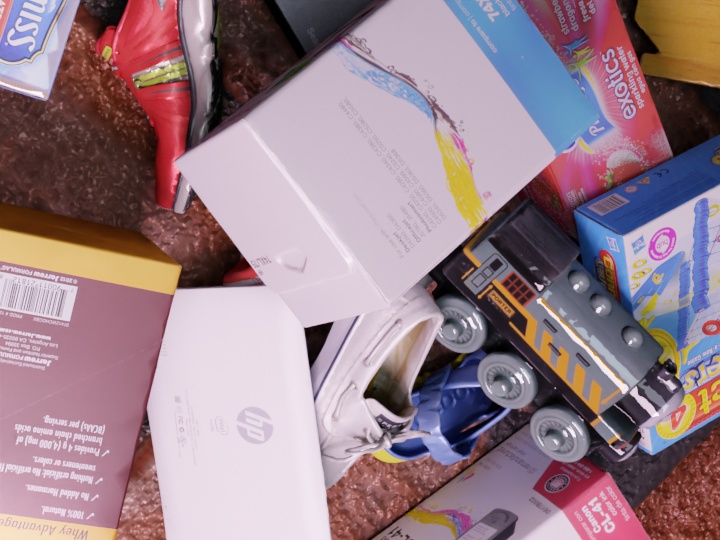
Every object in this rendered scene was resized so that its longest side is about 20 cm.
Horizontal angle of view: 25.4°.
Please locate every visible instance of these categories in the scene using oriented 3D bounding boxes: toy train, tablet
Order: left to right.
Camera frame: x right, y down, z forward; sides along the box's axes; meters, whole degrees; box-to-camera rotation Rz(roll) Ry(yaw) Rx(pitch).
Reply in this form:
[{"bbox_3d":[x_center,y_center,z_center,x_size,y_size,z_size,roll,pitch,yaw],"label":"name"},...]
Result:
[{"bbox_3d":[-0.092,0.108,1.133,0.130,0.014,0.200,-2,105,20],"label":"tablet"},{"bbox_3d":[0.133,0.045,1.110,0.200,0.114,0.085,47,46,3],"label":"toy train"}]

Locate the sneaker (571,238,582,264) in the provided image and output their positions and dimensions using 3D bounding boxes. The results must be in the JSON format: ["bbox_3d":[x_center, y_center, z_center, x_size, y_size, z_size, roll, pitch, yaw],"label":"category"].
[{"bbox_3d":[0.201,-0.030,1.212,0.200,0.076,0.091,-8,112,-27],"label":"sneaker"}]

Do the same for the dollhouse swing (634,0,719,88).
[{"bbox_3d":[0.330,-0.235,1.239,0.182,0.176,0.200,13,99,21],"label":"dollhouse swing"}]

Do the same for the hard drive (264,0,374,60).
[{"bbox_3d":[0.023,-0.231,1.134,0.200,0.033,0.140,-35,110,-9],"label":"hard drive"}]

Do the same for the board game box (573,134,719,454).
[{"bbox_3d":[0.263,0.005,1.175,0.200,0.056,0.196,-27,125,-20],"label":"board game box"}]

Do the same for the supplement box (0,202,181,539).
[{"bbox_3d":[-0.245,0.062,1.046,0.197,0.133,0.200,12,97,-21],"label":"supplement box"}]

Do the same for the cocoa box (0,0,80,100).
[{"bbox_3d":[-0.233,-0.222,0.993,0.131,0.133,0.200,17,95,-22],"label":"cocoa box"}]

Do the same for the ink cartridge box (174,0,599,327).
[{"bbox_3d":[0.014,-0.083,1.031,0.200,0.147,0.146,-42,100,-23],"label":"ink cartridge box"}]

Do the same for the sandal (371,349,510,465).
[{"bbox_3d":[0.098,0.086,1.196,0.200,0.087,0.080,-37,108,-11],"label":"sandal"}]

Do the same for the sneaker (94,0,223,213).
[{"bbox_3d":[-0.138,-0.139,1.088,0.085,0.077,0.200,1,100,1],"label":"sneaker"}]

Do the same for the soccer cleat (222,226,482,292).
[{"bbox_3d":[0.000,0.000,1.155,0.200,0.069,0.085,-17,101,-20],"label":"soccer cleat"}]

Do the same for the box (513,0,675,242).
[{"bbox_3d":[0.138,-0.132,1.139,0.095,0.100,0.200,-34,122,-10],"label":"box"}]

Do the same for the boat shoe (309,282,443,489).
[{"bbox_3d":[0.011,0.097,1.133,0.075,0.086,0.202,-7,131,-46],"label":"boat shoe"}]

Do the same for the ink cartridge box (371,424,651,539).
[{"bbox_3d":[0.096,0.218,1.187,0.200,0.148,0.086,-34,109,-11],"label":"ink cartridge box"}]
